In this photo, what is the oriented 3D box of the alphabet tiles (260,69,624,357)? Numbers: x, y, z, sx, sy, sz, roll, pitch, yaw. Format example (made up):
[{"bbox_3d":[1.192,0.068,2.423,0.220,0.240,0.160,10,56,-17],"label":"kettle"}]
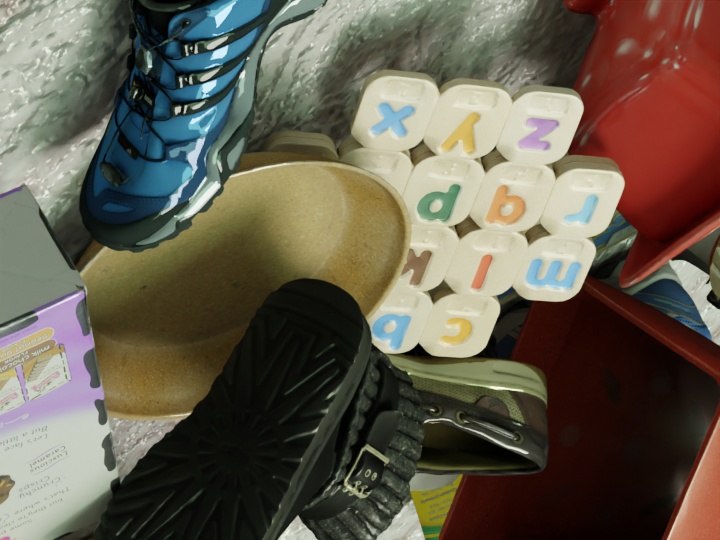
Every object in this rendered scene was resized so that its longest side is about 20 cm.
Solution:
[{"bbox_3d":[0.035,-0.029,1.378,0.199,0.015,0.196,4,133,-17],"label":"alphabet tiles"}]

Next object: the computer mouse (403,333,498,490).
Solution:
[{"bbox_3d":[0.035,0.094,1.583,0.109,0.044,0.200,-5,152,5],"label":"computer mouse"}]

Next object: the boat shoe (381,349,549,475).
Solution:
[{"bbox_3d":[0.015,0.086,1.459,0.199,0.065,0.073,-2,146,-14],"label":"boat shoe"}]

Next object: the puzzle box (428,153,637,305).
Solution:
[{"bbox_3d":[0.126,-0.039,1.547,0.200,0.025,0.133,-27,157,-35],"label":"puzzle box"}]

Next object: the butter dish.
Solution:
[{"bbox_3d":[0.177,-0.123,1.408,0.200,0.148,0.199,-60,-169,-30],"label":"butter dish"}]

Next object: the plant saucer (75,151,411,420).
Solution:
[{"bbox_3d":[-0.071,0.001,1.321,0.199,0.036,0.201,-19,147,-13],"label":"plant saucer"}]

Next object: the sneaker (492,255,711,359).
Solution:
[{"bbox_3d":[0.143,0.054,1.677,0.200,0.077,0.076,-27,151,-25],"label":"sneaker"}]

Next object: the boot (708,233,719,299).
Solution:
[{"bbox_3d":[0.264,-0.084,1.488,0.175,0.066,0.200,-52,-169,25],"label":"boot"}]

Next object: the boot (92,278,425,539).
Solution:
[{"bbox_3d":[-0.045,0.117,1.334,0.211,0.079,0.158,-52,157,-12],"label":"boot"}]

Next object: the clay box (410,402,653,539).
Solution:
[{"bbox_3d":[0.144,0.130,1.723,0.200,0.048,0.115,-24,169,39],"label":"clay box"}]

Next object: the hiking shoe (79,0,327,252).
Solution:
[{"bbox_3d":[-0.083,-0.103,1.169,0.087,0.074,0.200,17,107,-51],"label":"hiking shoe"}]

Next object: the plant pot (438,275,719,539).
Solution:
[{"bbox_3d":[0.194,0.136,1.547,0.176,0.200,0.201,14,104,-31],"label":"plant pot"}]

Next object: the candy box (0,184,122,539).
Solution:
[{"bbox_3d":[-0.207,0.073,1.212,0.167,0.072,0.200,-24,148,-15],"label":"candy box"}]

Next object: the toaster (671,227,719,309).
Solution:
[{"bbox_3d":[0.266,-0.045,1.637,0.129,0.114,0.200,-56,168,14],"label":"toaster"}]

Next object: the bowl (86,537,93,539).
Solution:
[{"bbox_3d":[-0.149,0.258,1.542,0.200,0.108,0.200,-33,152,-20],"label":"bowl"}]
